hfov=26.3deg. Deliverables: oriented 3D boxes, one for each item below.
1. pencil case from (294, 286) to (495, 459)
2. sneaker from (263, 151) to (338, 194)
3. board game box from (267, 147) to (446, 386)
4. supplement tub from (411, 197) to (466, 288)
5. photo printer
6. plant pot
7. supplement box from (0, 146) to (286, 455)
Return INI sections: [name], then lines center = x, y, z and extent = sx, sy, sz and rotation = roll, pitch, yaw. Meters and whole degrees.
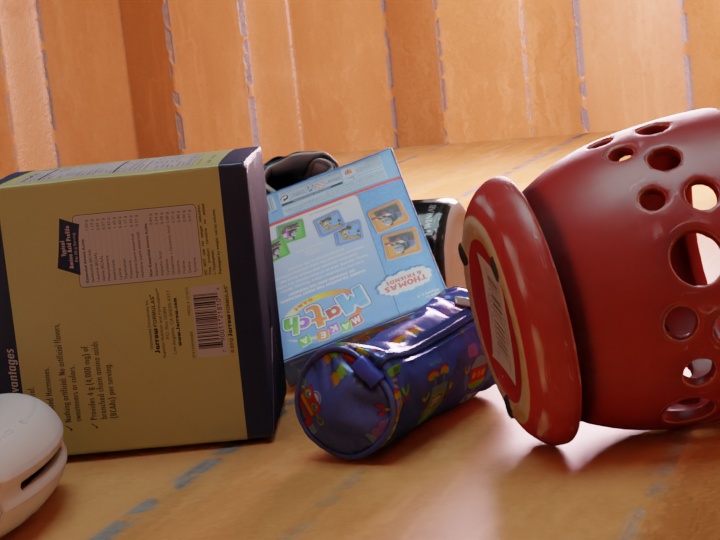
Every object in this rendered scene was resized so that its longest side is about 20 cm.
[pencil case]
center = 0.037, 0.068, 1.088
extent = 0.078, 0.087, 0.199
rotation = 40, 30, 18
[sneaker]
center = -0.032, -0.042, 1.530
extent = 0.201, 0.078, 0.146
rotation = 26, -29, -18
[board game box]
center = -0.015, -0.007, 1.309
extent = 0.150, 0.037, 0.201
rotation = -20, 44, 1
[supplement tub]
center = 0.000, 0.000, 1.409
extent = 0.198, 0.124, 0.122
rotation = -3, 10, 19
[photo printer]
center = -0.288, 0.129, 0.971
extent = 0.197, 0.070, 0.166
rotation = -6, 9, 3
[plant pot]
center = 0.172, 0.012, 1.004
extent = 0.180, 0.203, 0.200
rotation = -15, 10, -8
[supplement box]
center = -0.166, 0.021, 1.142
extent = 0.197, 0.203, 0.134
rotation = -5, 8, 2
